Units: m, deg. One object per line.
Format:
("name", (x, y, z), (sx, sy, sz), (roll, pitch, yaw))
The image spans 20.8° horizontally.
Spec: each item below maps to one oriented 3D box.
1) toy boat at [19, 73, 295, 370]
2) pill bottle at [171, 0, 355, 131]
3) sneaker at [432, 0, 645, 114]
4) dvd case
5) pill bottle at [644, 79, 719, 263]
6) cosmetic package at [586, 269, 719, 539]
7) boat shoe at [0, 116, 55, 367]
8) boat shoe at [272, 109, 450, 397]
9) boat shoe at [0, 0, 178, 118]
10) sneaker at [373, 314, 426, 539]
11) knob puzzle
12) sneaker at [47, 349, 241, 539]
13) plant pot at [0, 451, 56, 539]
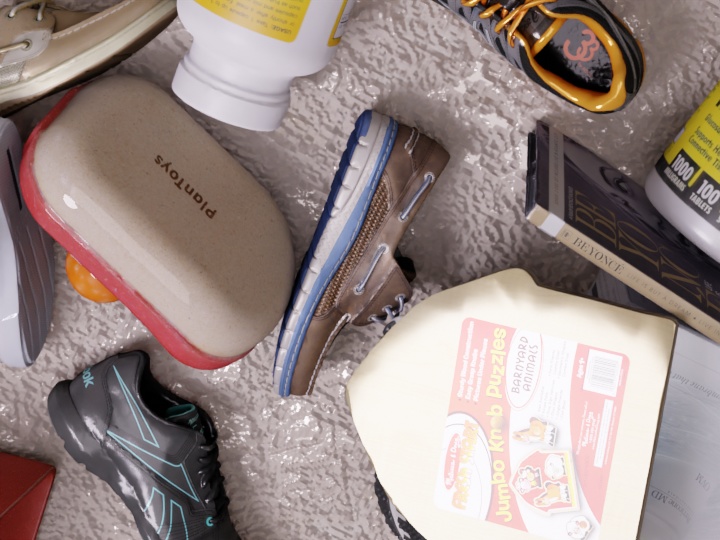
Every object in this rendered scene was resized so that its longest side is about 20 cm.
("toy boat", (-0.142, -0.019, 1.263), (0.200, 0.131, 0.131), (45, 135, -12))
("pill bottle", (-0.048, -0.190, 1.193), (0.104, 0.104, 0.200), (21, 108, -5))
("sneaker", (0.098, -0.168, 1.210), (0.200, 0.077, 0.078), (35, 108, -8))
("dvd case", (0.188, -0.012, 1.222), (0.200, 0.149, 0.016), (32, 113, -8))
("pill bottle", (0.275, -0.097, 1.209), (0.112, 0.112, 0.200), (33, 107, -9))
("cosmetic package", (0.210, 0.124, 1.284), (0.199, 0.123, 0.200), (25, 110, -6))
("boat shoe", (-0.241, -0.021, 1.261), (0.062, 0.072, 0.200), (7, 131, 11))
("boat shoe", (0.000, 0.000, 1.274), (0.072, 0.072, 0.200), (20, 109, -6))
("boat shoe", (-0.209, -0.139, 1.236), (0.200, 0.072, 0.065), (-24, 95, 16))
("sneaker", (0.060, 0.110, 1.311), (0.080, 0.074, 0.200), (-23, 131, -35))
("knob puzzle", (0.087, 0.092, 1.216), (0.220, 0.030, 0.220), (4, 100, 23))
("sneaker", (-0.124, 0.141, 1.327), (0.079, 0.075, 0.200), (-36, 105, 11))
("plant pot", (-0.342, 0.213, 1.308), (0.176, 0.200, 0.200), (23, 109, 8))
